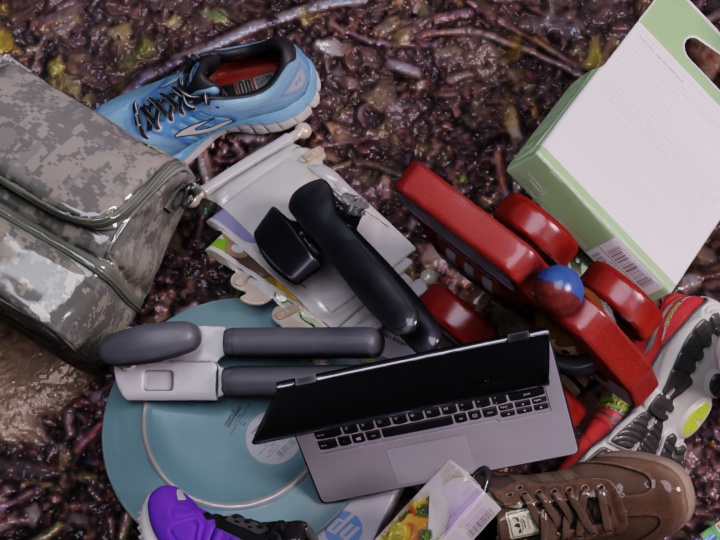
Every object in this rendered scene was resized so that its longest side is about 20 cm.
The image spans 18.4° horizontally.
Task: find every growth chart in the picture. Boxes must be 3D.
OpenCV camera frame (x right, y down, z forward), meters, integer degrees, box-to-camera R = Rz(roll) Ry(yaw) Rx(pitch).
[{"bbox_3d":[-0.041,-0.020,1.653,0.144,0.018,0.200,-28,59,-25],"label":"growth chart"}]

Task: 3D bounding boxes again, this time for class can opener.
[{"bbox_3d":[0.000,0.000,1.576,0.079,0.063,0.200,-56,45,8],"label":"can opener"},{"bbox_3d":[-0.084,0.063,1.559,0.199,0.067,0.054,-1,82,13],"label":"can opener"}]

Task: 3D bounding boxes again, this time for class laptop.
[{"bbox_3d":[0.042,0.114,1.448,0.186,0.201,0.116,-11,45,8],"label":"laptop"}]

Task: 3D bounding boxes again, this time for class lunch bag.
[{"bbox_3d":[-0.237,-0.048,1.638,0.199,0.139,0.168,30,80,15],"label":"lunch bag"}]

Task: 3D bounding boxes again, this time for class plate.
[{"bbox_3d":[-0.089,0.109,1.594,0.199,0.026,0.201,-2,66,3],"label":"plate"}]

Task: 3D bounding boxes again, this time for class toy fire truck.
[{"bbox_3d":[0.115,0.015,1.531,0.200,0.168,0.112,40,86,24],"label":"toy fire truck"}]

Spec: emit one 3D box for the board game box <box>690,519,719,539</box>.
[{"bbox_3d":[0.221,0.285,1.540,0.199,0.037,0.152,-33,70,-10],"label":"board game box"}]

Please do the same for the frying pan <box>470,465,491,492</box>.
[{"bbox_3d":[0.029,0.227,1.506,0.114,0.031,0.191,-1,66,17],"label":"frying pan"}]

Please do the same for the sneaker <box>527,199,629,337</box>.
[{"bbox_3d":[0.150,-0.042,1.664,0.089,0.067,0.202,-6,70,-5],"label":"sneaker"}]

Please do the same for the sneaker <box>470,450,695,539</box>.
[{"bbox_3d":[0.131,0.171,1.527,0.199,0.075,0.071,-10,99,33],"label":"sneaker"}]

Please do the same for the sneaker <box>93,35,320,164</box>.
[{"bbox_3d":[-0.132,-0.135,1.705,0.199,0.090,0.079,-22,68,-3],"label":"sneaker"}]

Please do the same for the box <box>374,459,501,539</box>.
[{"bbox_3d":[0.010,0.214,1.481,0.200,0.041,0.039,-48,58,-2],"label":"box"}]

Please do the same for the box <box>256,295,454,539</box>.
[{"bbox_3d":[-0.027,0.104,1.627,0.155,0.041,0.201,23,71,13],"label":"box"}]

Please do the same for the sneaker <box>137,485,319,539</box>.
[{"bbox_3d":[-0.074,0.197,1.486,0.099,0.070,0.200,-43,43,3],"label":"sneaker"}]

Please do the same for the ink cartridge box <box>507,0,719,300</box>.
[{"bbox_3d":[0.215,-0.095,1.634,0.146,0.048,0.200,45,58,-10],"label":"ink cartridge box"}]

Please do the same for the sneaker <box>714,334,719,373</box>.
[{"bbox_3d":[0.302,0.023,1.589,0.200,0.074,0.119,2,57,-45],"label":"sneaker"}]

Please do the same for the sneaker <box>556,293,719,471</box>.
[{"bbox_3d":[0.197,0.104,1.606,0.200,0.077,0.085,-52,31,-2],"label":"sneaker"}]
